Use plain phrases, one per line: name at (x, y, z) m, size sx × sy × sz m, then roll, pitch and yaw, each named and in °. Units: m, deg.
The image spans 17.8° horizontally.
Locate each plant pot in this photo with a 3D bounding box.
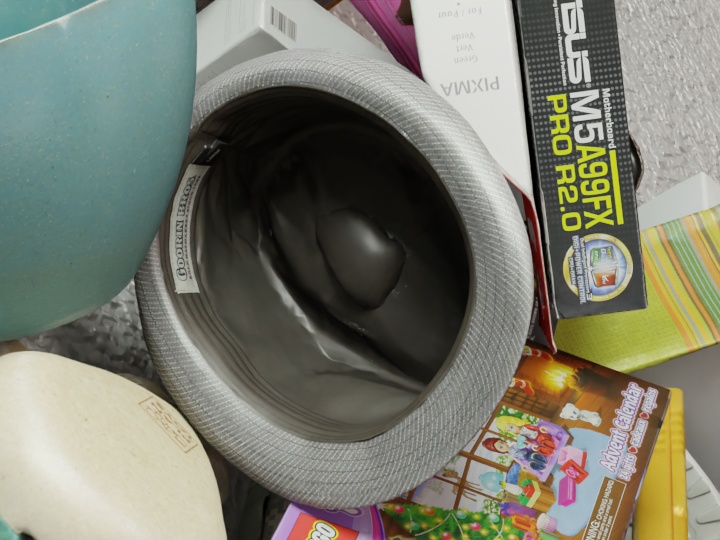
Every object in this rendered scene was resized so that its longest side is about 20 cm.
plant pot at (-0.152, -0.050, 0.931) m, size 0.200 × 0.199 × 0.135 m, roll -50°, pitch 132°, yaw -55°

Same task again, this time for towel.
towel at (0.137, 0.019, 1.244) m, size 0.018 × 0.199 × 0.086 m, roll 86°, pitch -18°, yaw -50°

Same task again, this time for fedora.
fedora at (-0.002, 0.002, 0.982) m, size 0.200 × 0.177 × 0.090 m, roll 41°, pitch 15°, yaw 22°

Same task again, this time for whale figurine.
whale figurine at (-0.115, 0.099, 0.943) m, size 0.159 × 0.104 × 0.200 m, roll 45°, pitch 11°, yaw 1°

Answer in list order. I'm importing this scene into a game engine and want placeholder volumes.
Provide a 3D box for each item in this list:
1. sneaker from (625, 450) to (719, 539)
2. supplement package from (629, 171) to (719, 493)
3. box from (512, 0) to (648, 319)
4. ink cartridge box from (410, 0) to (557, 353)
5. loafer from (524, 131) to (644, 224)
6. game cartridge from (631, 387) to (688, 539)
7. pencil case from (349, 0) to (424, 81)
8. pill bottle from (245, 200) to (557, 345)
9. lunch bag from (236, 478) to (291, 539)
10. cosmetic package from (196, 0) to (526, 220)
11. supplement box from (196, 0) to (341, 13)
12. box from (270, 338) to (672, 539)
sneaker at (0.193, 0.168, 1.303) m, size 0.201 × 0.076 × 0.081 m, roll 60°, pitch 22°, yaw -6°
supplement package at (0.220, 0.059, 1.363) m, size 0.200 × 0.120 × 0.122 m, roll 34°, pitch 42°, yaw -32°
box at (0.099, -0.082, 1.103) m, size 0.200 × 0.044 × 0.161 m, roll -86°, pitch 168°, yaw -75°
ink cartridge box at (0.054, -0.066, 1.061) m, size 0.161 × 0.050 × 0.201 m, roll -50°, pitch 134°, yaw -86°
loafer at (0.122, -0.059, 1.368) m, size 0.200 × 0.071 × 0.073 m, roll -17°, pitch 79°, yaw -55°
game cartridge at (0.153, 0.189, 1.148) m, size 0.201 × 0.032 × 0.177 m, roll -81°, pitch 166°, yaw -44°
pencil case at (0.039, -0.147, 1.213) m, size 0.200 × 0.090 × 0.094 m, roll 49°, pitch 56°, yaw -44°
pill bottle at (0.000, 0.000, 1.135) m, size 0.200 × 0.106 × 0.107 m, roll 20°, pitch 50°, yaw -44°
lunch bag at (0.020, 0.188, 1.013) m, size 0.200 × 0.117 × 0.164 m, roll 39°, pitch 34°, yaw -23°
cosmetic package at (-0.007, -0.074, 1.205) m, size 0.200 × 0.082 × 0.051 m, roll 34°, pitch 39°, yaw -34°
supplement box at (-0.074, -0.204, 1.222) m, size 0.200 × 0.073 × 0.126 m, roll -14°, pitch 77°, yaw -55°
box at (0.049, 0.099, 1.000) m, size 0.136 × 0.039 × 0.200 m, roll 19°, pitch 37°, yaw 7°
